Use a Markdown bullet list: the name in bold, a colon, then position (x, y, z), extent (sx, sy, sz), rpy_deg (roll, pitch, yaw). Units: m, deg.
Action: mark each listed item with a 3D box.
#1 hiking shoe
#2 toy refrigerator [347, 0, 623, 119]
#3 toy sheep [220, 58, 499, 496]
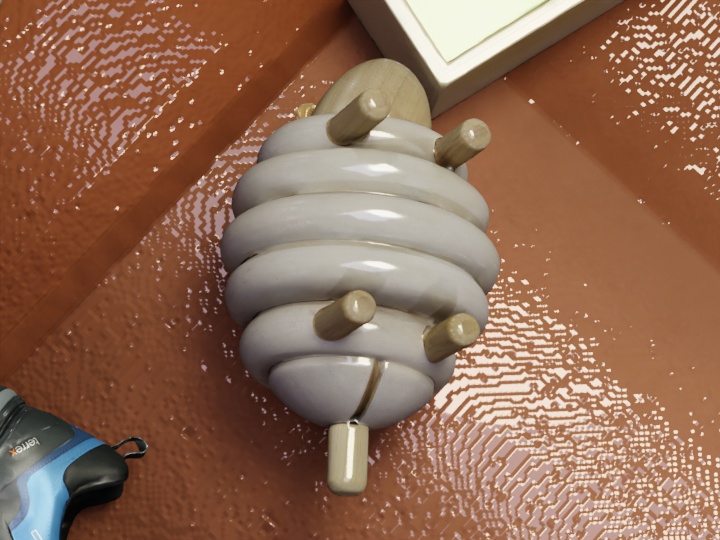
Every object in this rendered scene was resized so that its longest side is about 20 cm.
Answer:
- **hiking shoe**: position (-0.168, 0.152, 0.973), extent (0.086, 0.074, 0.201), rpy_deg (21, 79, 0)
- **toy refrigerator**: position (0.098, -0.160, 1.056), extent (0.200, 0.070, 0.076), rpy_deg (-31, 83, -10)
- **toy sheep**: position (0.000, 0.000, 0.986), extent (0.137, 0.138, 0.201), rpy_deg (10, 70, -3)
